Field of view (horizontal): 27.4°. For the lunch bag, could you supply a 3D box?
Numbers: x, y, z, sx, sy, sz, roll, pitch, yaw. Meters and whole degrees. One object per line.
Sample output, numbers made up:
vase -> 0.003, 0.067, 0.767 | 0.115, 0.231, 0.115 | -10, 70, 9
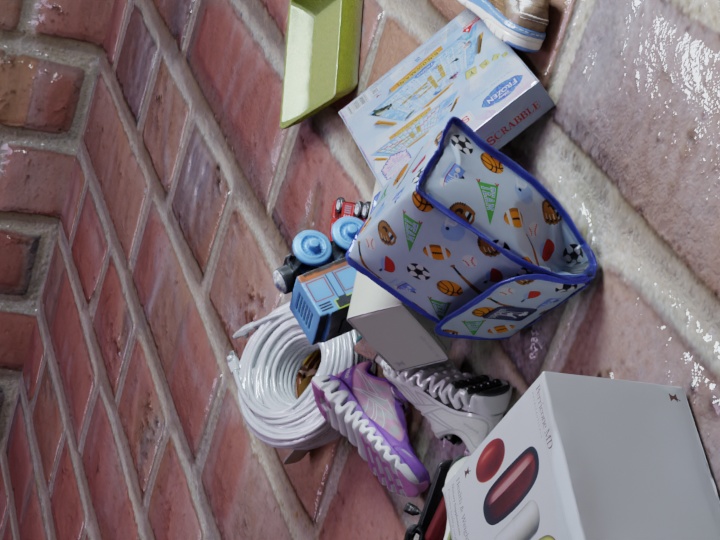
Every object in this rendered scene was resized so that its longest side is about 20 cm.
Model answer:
lunch bag -> 0.111, -0.019, 1.436 | 0.170, 0.199, 0.125 | -40, 18, 55

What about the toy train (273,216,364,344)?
toy train -> 0.000, 0.000, 1.688 | 0.115, 0.198, 0.087 | 58, 154, 21

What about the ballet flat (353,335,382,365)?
ballet flat -> 0.052, 0.079, 1.692 | 0.200, 0.067, 0.068 | -43, 63, 56

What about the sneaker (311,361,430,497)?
sneaker -> 0.027, 0.174, 1.700 | 0.200, 0.088, 0.081 | 46, 156, 38

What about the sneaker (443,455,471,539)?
sneaker -> 0.126, 0.255, 1.433 | 0.089, 0.076, 0.202 | -43, 35, 43

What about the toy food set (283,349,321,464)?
toy food set -> -0.077, 0.138, 1.963 | 0.144, 0.060, 0.202 | 127, 143, -48

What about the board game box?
board game box -> 0.088, -0.175, 1.594 | 0.199, 0.041, 0.200 | -38, 37, 9

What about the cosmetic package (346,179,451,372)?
cosmetic package -> 0.054, -0.006, 1.581 | 0.072, 0.104, 0.202 | -15, 46, 30

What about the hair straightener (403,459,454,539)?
hair straightener -> 0.073, 0.289, 1.614 | 0.077, 0.040, 0.202 | -120, 40, -55

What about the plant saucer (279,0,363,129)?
plant saucer -> -0.049, -0.311, 2.063 | 0.200, 0.047, 0.202 | 161, 115, -64

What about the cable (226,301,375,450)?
cable -> -0.070, 0.130, 1.856 | 0.199, 0.069, 0.202 | -31, 51, 25

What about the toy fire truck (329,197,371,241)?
toy fire truck -> 0.010, -0.013, 1.831 | 0.200, 0.048, 0.143 | -163, 81, -67

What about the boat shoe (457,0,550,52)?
boat shoe -> 0.152, -0.308, 1.596 | 0.200, 0.072, 0.073 | 52, 124, 46

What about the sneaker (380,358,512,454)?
sneaker -> 0.084, 0.139, 1.578 | 0.199, 0.074, 0.082 | 24, 119, 57

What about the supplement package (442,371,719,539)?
supplement package -> 0.186, 0.223, 1.239 | 0.201, 0.145, 0.193 | 123, 146, -45
